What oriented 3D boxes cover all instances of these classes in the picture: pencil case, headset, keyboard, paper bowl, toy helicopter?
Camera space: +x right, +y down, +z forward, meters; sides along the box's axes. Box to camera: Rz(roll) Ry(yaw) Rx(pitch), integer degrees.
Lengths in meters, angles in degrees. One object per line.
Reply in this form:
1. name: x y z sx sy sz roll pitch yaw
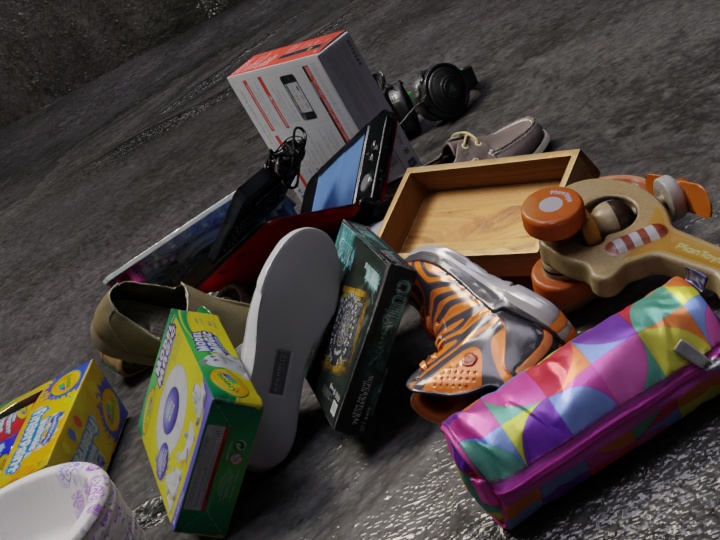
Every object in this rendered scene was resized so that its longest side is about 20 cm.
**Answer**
1. pencil case: 0.149 0.082 0.918 0.199 0.089 0.088 -32 20 0
2. headset: 0.063 -0.214 1.736 0.123 0.095 0.200 -20 11 28
3. keyboard: -0.081 -0.070 1.364 0.200 0.039 0.105 -55 -11 -67
4. paper bowl: -0.247 0.241 1.067 0.200 0.105 0.201 -27 19 11
5. toy helicopter: 0.221 -0.021 1.051 0.199 0.079 0.132 24 52 39

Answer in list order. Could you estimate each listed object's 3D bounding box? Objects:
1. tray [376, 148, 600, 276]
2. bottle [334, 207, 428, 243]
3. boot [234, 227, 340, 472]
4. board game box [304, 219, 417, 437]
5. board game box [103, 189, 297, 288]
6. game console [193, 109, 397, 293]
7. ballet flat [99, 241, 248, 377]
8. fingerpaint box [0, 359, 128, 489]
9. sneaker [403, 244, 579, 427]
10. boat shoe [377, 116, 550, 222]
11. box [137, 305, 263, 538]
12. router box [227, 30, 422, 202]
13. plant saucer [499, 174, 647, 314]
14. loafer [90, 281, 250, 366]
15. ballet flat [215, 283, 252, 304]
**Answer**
1. tray: 0.099 -0.043 1.210 0.199 0.037 0.099 -2 56 48
2. bottle: 0.000 0.000 1.350 0.199 0.066 0.084 -26 14 14
3. boot: -0.081 0.062 1.198 0.095 0.073 0.202 2 73 62
4. board game box: -0.006 0.041 1.177 0.200 0.028 0.136 -132 60 -74
5. board game box: -0.163 -0.024 1.564 0.199 0.026 0.200 -33 -8 2
6. game console: -0.065 -0.066 1.425 0.200 0.118 0.174 -36 39 57
7. ballet flat: -0.182 0.048 1.515 0.199 0.068 0.072 -32 40 -5
8. fingerpaint box: -0.318 0.186 1.347 0.166 0.074 0.200 -26 20 13
9. sneaker: 0.063 0.052 1.076 0.112 0.078 0.200 -48 30 -11
10. boat shoe: 0.099 -0.102 1.464 0.199 0.060 0.072 -32 19 -5
11. box: -0.134 0.112 1.170 0.200 0.048 0.118 -128 52 -64
12. router box: -0.033 -0.146 1.550 0.049 0.201 0.179 -42 23 -29
13. plant saucer: 0.160 -0.011 1.200 0.199 0.032 0.201 -26 21 10
14. loafer: -0.146 0.055 1.303 0.198 0.068 0.077 5 57 -2
15. ballet flat: -0.150 0.079 1.375 0.068 0.068 0.200 -20 22 27
